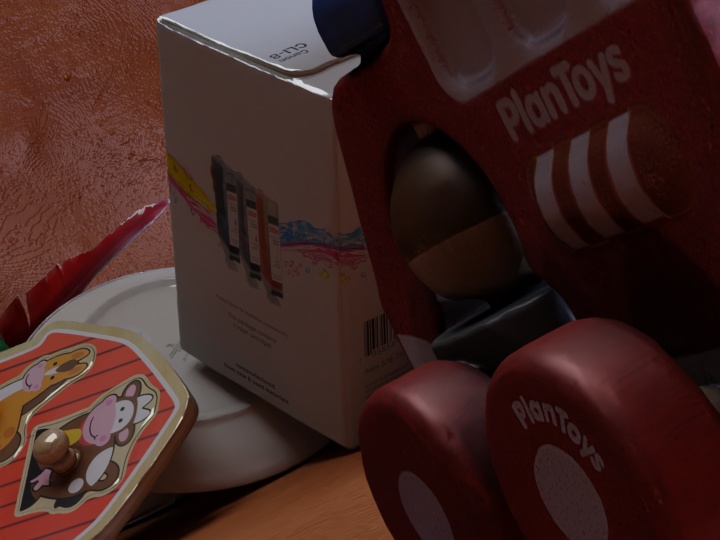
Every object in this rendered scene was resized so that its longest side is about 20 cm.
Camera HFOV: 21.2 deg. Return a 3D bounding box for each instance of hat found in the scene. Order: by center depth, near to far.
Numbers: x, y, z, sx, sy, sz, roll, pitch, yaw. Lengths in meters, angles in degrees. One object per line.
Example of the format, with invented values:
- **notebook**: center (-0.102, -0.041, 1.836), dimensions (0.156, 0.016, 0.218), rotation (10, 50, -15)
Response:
- **hat**: center (-0.212, 0.078, 1.162), dimensions (0.175, 0.201, 0.166), rotation (3, 29, 1)

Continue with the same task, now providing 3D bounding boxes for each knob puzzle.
- **knob puzzle**: center (-0.176, 0.094, 1.001), dimensions (0.219, 0.031, 0.220), rotation (-21, 39, 18)

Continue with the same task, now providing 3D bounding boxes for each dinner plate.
- **dinner plate**: center (-0.096, 0.050, 1.080), dimensions (0.199, 0.024, 0.201), rotation (-1, 35, 1)

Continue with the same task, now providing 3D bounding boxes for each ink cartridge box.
- **ink cartridge box**: center (-0.005, -0.043, 1.008), dimensions (0.145, 0.201, 0.144), rotation (-25, 38, -36)

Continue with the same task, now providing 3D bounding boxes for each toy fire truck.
- **toy fire truck**: center (0.052, -0.015, 0.461), dimensions (0.112, 0.169, 0.200), rotation (-26, 2, -22)

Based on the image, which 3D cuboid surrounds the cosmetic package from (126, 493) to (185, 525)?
- **cosmetic package**: center (-0.120, 0.083, 1.211), dimensions (0.073, 0.104, 0.200), rotation (-27, 0, 25)
